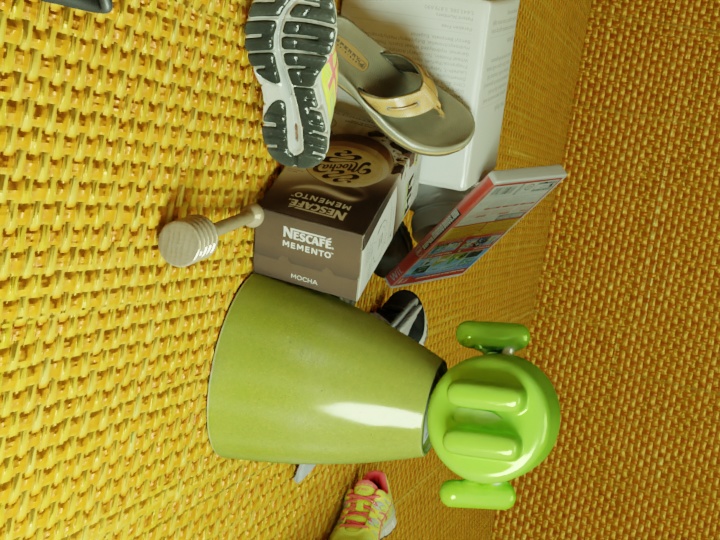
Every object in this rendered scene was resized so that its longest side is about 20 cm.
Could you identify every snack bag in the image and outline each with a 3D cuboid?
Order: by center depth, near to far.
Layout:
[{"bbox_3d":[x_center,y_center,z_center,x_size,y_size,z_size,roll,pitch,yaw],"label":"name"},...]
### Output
[{"bbox_3d":[-0.005,0.146,1.583,0.189,0.021,0.201,-47,167,-40],"label":"snack bag"}]

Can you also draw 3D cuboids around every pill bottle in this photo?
[{"bbox_3d":[0.098,-0.137,1.663,0.112,0.110,0.203,59,27,-69],"label":"pill bottle"}]

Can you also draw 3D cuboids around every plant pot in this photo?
[{"bbox_3d":[-0.021,0.111,1.326,0.187,0.197,0.190,12,90,-76],"label":"plant pot"}]

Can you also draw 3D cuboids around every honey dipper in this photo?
[{"bbox_3d":[-0.119,-0.035,1.171,0.200,0.037,0.039,-29,129,-74],"label":"honey dipper"}]

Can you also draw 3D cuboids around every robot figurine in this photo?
[{"bbox_3d":[0.129,0.138,1.293,0.200,0.114,0.178,10,83,-75],"label":"robot figurine"}]

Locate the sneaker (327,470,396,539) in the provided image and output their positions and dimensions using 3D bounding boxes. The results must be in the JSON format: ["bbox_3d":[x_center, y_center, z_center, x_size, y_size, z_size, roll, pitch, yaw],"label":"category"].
[{"bbox_3d":[-0.001,0.331,1.840,0.200,0.077,0.092,-51,142,-72],"label":"sneaker"}]

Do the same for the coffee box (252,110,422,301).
[{"bbox_3d":[-0.019,-0.069,1.360,0.201,0.111,0.081,-61,162,-50],"label":"coffee box"}]

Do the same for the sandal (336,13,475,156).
[{"bbox_3d":[0.035,-0.185,1.354,0.054,0.199,0.081,-24,-147,60],"label":"sandal"}]

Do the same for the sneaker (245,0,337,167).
[{"bbox_3d":[-0.055,-0.196,1.209,0.091,0.077,0.202,-76,173,-49],"label":"sneaker"}]

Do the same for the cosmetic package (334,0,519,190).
[{"bbox_3d":[0.070,-0.208,1.497,0.165,0.163,0.203,-33,133,-69],"label":"cosmetic package"}]

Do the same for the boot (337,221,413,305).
[{"bbox_3d":[-0.002,0.001,1.572,0.202,0.071,0.183,-73,153,-43],"label":"boot"}]

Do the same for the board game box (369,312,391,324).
[{"bbox_3d":[-0.028,0.109,1.525,0.127,0.034,0.200,-56,170,8],"label":"board game box"}]

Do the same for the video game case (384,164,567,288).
[{"bbox_3d":[0.131,-0.050,1.567,0.142,0.018,0.200,-10,151,-49],"label":"video game case"}]

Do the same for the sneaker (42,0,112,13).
[{"bbox_3d":[-0.156,-0.230,0.812,0.200,0.075,0.115,-60,158,-44],"label":"sneaker"}]

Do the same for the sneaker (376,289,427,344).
[{"bbox_3d":[0.036,0.083,1.778,0.201,0.075,0.088,-65,154,-43],"label":"sneaker"}]
